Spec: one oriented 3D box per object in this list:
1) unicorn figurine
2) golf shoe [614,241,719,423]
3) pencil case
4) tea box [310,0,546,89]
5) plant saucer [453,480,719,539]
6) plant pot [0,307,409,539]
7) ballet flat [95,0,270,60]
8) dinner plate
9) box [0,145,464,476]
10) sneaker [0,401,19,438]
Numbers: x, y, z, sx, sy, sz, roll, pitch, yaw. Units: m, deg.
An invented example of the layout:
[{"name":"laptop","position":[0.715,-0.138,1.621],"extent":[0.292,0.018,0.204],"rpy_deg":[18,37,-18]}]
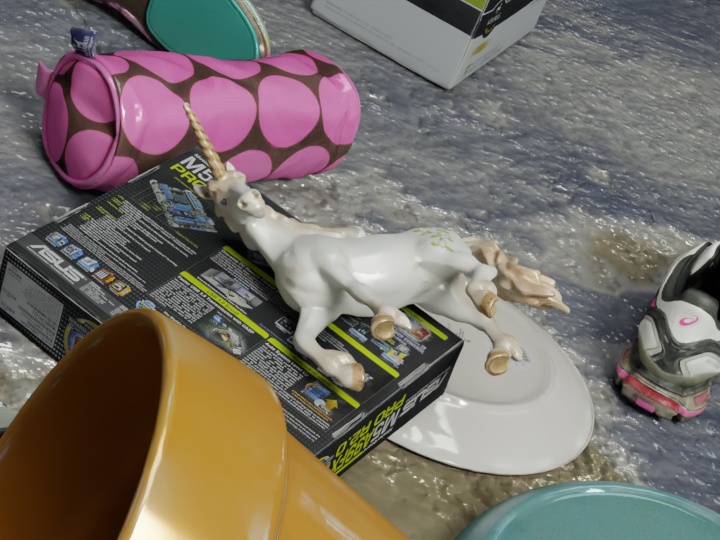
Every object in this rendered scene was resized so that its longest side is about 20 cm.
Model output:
[{"name":"unicorn figurine","position":[0.000,0.000,0.994],"extent":[0.199,0.074,0.138],"rpy_deg":[13,26,-35]},{"name":"golf shoe","position":[0.226,0.020,1.220],"extent":[0.072,0.093,0.200],"rpy_deg":[28,28,8]},{"name":"pencil case","position":[-0.099,-0.099,1.176],"extent":[0.199,0.091,0.093],"rpy_deg":[-3,26,-43]},{"name":"tea box","position":[0.086,-0.276,1.479],"extent":[0.133,0.198,0.200],"rpy_deg":[31,30,11]},{"name":"plant saucer","position":[0.133,0.167,0.933],"extent":[0.198,0.028,0.201],"rpy_deg":[6,35,-4]},{"name":"plant pot","position":[-0.054,0.145,0.732],"extent":[0.183,0.200,0.201],"rpy_deg":[31,26,-22]},{"name":"ballet flat","position":[-0.139,-0.194,1.323],"extent":[0.199,0.069,0.071],"rpy_deg":[31,10,10]},{"name":"dinner plate","position":[0.050,0.045,1.117],"extent":[0.199,0.024,0.201],"rpy_deg":[20,31,-12]},{"name":"box","position":[-0.069,0.028,1.011],"extent":[0.199,0.044,0.160],"rpy_deg":[36,39,18]},{"name":"sneaker","position":[-0.233,0.079,0.816],"extent":[0.199,0.078,0.085],"rpy_deg":[4,25,-45]}]
